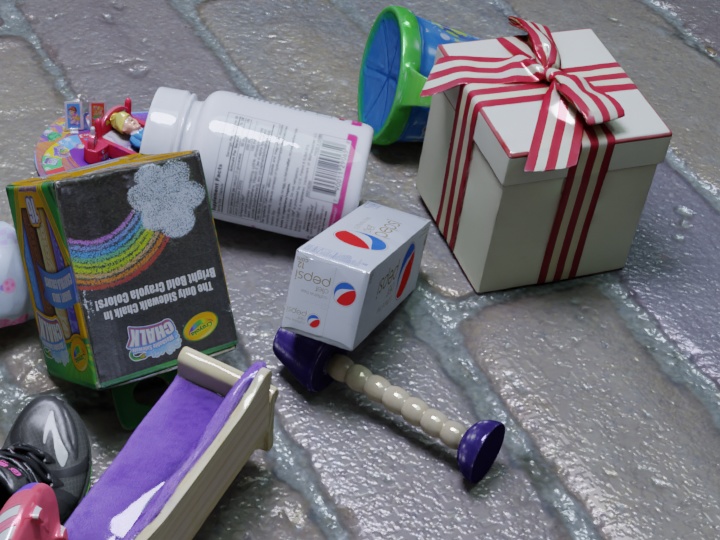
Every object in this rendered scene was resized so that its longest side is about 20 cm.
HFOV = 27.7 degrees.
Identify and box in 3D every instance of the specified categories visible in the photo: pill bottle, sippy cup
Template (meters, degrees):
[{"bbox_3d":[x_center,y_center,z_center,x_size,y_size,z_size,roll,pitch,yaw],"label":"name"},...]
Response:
[{"bbox_3d":[-0.094,-0.097,1.312,0.197,0.114,0.114,13,38,-1],"label":"pill bottle"},{"bbox_3d":[0.077,-0.187,1.461,0.128,0.140,0.180,7,49,-19],"label":"sippy cup"}]

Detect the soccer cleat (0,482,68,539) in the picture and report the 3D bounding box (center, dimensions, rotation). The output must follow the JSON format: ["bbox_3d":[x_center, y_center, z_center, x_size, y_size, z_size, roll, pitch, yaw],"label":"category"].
[{"bbox_3d":[-0.239,0.224,0.894,0.075,0.067,0.203,3,64,19],"label":"soccer cleat"}]

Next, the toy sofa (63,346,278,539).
[{"bbox_3d":[-0.139,0.141,1.014,0.082,0.098,0.201,21,48,16],"label":"toy sofa"}]

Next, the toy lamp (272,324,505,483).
[{"bbox_3d":[0.017,0.096,1.147,0.198,0.059,0.058,27,42,24],"label":"toy lamp"}]

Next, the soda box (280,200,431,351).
[{"bbox_3d":[0.000,0.000,1.202,0.063,0.069,0.200,17,18,13],"label":"soda box"}]

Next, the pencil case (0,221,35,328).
[{"bbox_3d":[-0.354,0.025,1.154,0.198,0.084,0.090,-21,26,-32],"label":"pencil case"}]

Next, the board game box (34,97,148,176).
[{"bbox_3d":[-0.212,-0.124,1.395,0.197,0.039,0.159,-5,40,-15],"label":"board game box"}]

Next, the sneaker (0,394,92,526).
[{"bbox_3d":[-0.237,0.155,1.009,0.076,0.085,0.201,10,39,3],"label":"sneaker"}]

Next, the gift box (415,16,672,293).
[{"bbox_3d":[0.150,-0.103,1.305,0.197,0.188,0.185,-12,46,-24],"label":"gift box"}]

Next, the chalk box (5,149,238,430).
[{"bbox_3d":[-0.181,0.018,1.131,0.123,0.203,0.123,-15,10,-29],"label":"chalk box"}]
